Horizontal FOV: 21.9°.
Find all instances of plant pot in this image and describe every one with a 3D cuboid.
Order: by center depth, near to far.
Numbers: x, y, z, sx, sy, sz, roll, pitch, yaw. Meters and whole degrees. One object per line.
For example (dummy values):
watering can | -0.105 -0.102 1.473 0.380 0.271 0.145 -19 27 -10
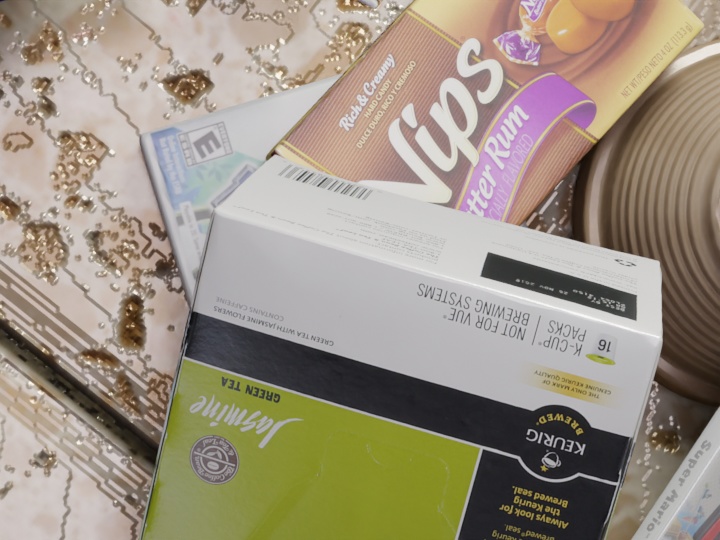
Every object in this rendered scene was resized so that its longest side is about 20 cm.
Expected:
plant pot | 0.216 -0.026 0.959 0.200 0.093 0.202 0 88 -6

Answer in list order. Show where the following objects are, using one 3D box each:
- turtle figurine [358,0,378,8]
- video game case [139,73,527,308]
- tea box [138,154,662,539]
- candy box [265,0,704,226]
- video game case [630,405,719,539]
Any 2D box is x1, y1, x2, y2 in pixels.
turtle figurine | -0.019 -0.260 0.903 0.193 0.144 0.200 25 41 13
video game case | 0.000 0.000 0.967 0.181 0.022 0.201 -17 89 -7
tea box | 0.019 0.075 0.855 0.199 0.134 0.198 16 105 5
candy box | 0.061 -0.090 0.940 0.117 0.056 0.200 45 82 -5
video game case | 0.197 0.135 0.940 0.143 0.018 0.200 36 87 -39
